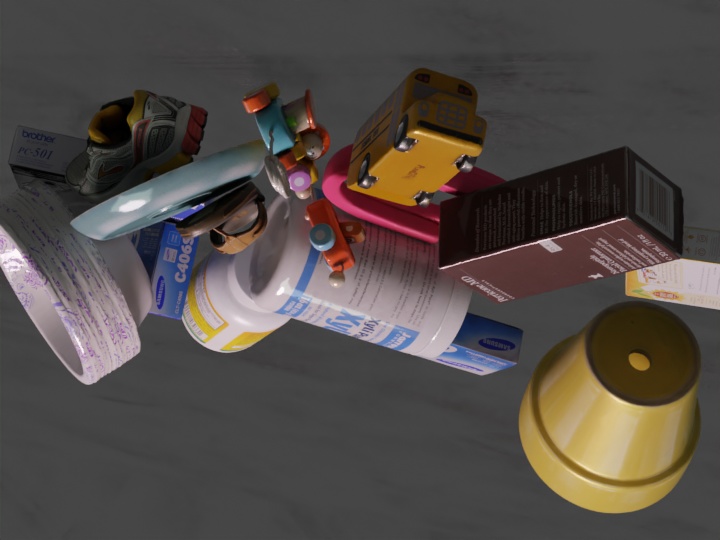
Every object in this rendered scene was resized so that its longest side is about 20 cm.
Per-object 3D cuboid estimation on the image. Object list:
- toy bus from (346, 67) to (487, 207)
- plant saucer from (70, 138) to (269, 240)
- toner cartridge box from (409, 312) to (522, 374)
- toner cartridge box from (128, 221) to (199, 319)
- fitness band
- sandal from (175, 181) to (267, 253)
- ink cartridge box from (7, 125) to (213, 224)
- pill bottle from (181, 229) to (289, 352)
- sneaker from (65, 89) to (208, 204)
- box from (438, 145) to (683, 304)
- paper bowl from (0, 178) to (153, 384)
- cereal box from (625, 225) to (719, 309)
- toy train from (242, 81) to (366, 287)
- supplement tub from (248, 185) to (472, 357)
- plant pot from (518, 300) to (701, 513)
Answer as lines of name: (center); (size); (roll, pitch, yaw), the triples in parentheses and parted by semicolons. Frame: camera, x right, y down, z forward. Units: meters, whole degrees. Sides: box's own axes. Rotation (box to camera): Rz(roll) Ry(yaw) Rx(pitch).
toy bus: (0.046, -0.108, 1.474); (0.064, 0.079, 0.200); (16, 163, -12)
plant saucer: (-0.170, -0.070, 1.632); (0.198, 0.028, 0.200); (-24, -179, 0)
toner cartridge box: (0.079, 0.070, 2.067); (0.198, 0.044, 0.095); (17, 164, -19)
toner cartridge box: (-0.231, -0.005, 1.894); (0.043, 0.096, 0.200); (12, 177, -25)
fitness band: (0.061, -0.072, 1.665); (0.198, 0.038, 0.143); (18, 159, -24)
sandal: (-0.124, -0.043, 1.722); (0.081, 0.055, 0.200); (-30, 178, 3)
ink cartridge box: (-0.248, -0.092, 1.786); (0.198, 0.045, 0.094); (12, 165, -1)
pill bottle: (-0.125, 0.019, 1.946); (0.112, 0.114, 0.200); (16, 163, -14)
sneaker: (-0.222, -0.121, 1.642); (0.082, 0.079, 0.199); (26, 149, -29)
box: (0.175, -0.037, 1.571); (0.199, 0.076, 0.100); (-14, 151, 37)
paper bowl: (-0.281, 0.003, 1.757); (0.201, 0.104, 0.201); (48, 160, 24)
cereal box: (0.353, 0.002, 1.693); (0.198, 0.040, 0.144); (8, 163, 10)
toy train: (-0.040, -0.083, 1.543); (0.055, 0.151, 0.200); (-23, 153, 4)
supplement tub: (0.000, 0.000, 1.767); (0.198, 0.133, 0.132); (18, 162, -18)
plant pot: (0.285, 0.135, 1.937); (0.198, 0.203, 0.190); (11, 149, 0)
